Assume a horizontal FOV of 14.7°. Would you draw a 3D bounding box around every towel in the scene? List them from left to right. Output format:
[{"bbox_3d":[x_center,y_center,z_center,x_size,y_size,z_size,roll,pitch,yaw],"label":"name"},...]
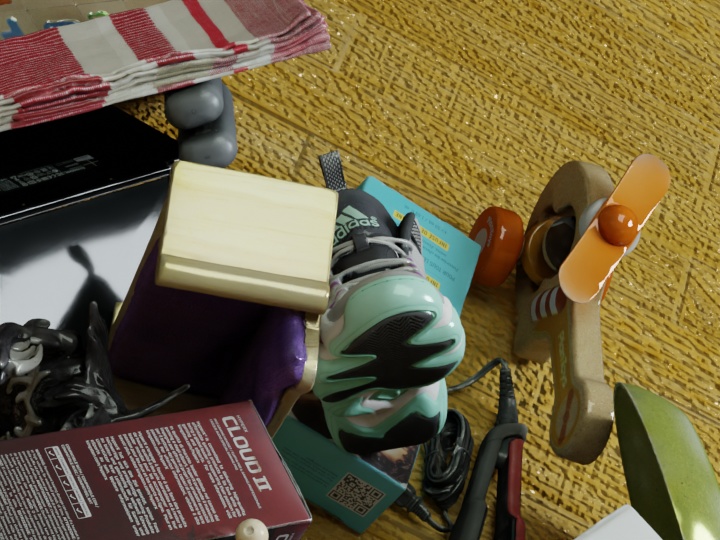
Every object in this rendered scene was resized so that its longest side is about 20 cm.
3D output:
[{"bbox_3d":[-0.126,-0.122,1.522,0.200,0.023,0.144,-15,20,-10],"label":"towel"}]

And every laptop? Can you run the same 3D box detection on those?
[{"bbox_3d":[-0.174,0.000,1.505,0.187,0.116,0.200,-18,36,-40],"label":"laptop"}]

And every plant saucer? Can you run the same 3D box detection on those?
[{"bbox_3d":[0.173,0.151,1.446,0.031,0.200,0.200,-14,55,-2],"label":"plant saucer"}]

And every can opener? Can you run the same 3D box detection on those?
[{"bbox_3d":[-0.101,-0.099,1.559,0.066,0.053,0.200,-19,20,-2],"label":"can opener"}]

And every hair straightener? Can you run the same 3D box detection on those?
[{"bbox_3d":[0.055,0.116,1.514,0.077,0.041,0.200,22,44,-12],"label":"hair straightener"}]

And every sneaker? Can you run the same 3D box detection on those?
[{"bbox_3d":[0.000,0.000,1.388,0.078,0.200,0.140,-9,71,-7],"label":"sneaker"}]

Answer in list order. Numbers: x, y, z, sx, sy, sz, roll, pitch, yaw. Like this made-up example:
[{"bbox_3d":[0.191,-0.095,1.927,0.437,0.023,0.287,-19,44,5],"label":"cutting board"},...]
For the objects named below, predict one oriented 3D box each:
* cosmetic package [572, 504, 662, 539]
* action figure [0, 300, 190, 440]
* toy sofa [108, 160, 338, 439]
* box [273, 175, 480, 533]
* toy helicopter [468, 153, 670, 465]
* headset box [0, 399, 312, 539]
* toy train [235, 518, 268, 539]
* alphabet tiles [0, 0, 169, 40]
[{"bbox_3d":[0.145,0.216,1.251,0.200,0.101,0.071,48,44,14],"label":"cosmetic package"},{"bbox_3d":[-0.187,0.072,1.329,0.200,0.119,0.102,7,25,11],"label":"action figure"},{"bbox_3d":[-0.075,0.033,1.370,0.083,0.200,0.098,12,66,-10],"label":"toy sofa"},{"bbox_3d":[0.002,0.043,1.537,0.082,0.049,0.200,32,42,-12],"label":"box"},{"bbox_3d":[0.126,0.019,1.573,0.079,0.132,0.200,18,45,-21],"label":"toy helicopter"},{"bbox_3d":[-0.127,0.141,1.308,0.200,0.149,0.075,-8,56,-34],"label":"headset box"},{"bbox_3d":[-0.082,0.204,1.276,0.200,0.056,0.150,-24,96,0],"label":"toy train"},{"bbox_3d":[-0.203,-0.163,1.642,0.200,0.008,0.167,-11,58,-37],"label":"alphabet tiles"}]
